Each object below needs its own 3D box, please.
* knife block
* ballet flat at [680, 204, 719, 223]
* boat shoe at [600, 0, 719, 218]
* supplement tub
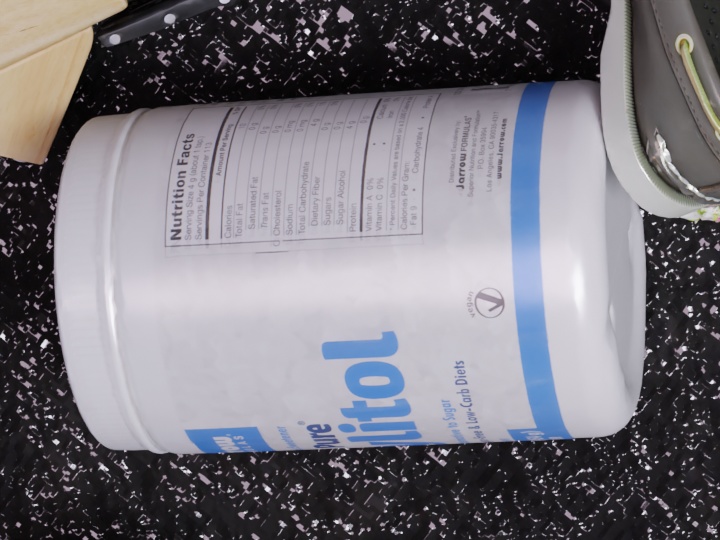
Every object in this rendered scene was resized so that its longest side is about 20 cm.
[{"bbox_3d":[-0.137,-0.134,1.085,0.199,0.064,0.176,13,121,-20],"label":"knife block"},{"bbox_3d":[0.195,-0.066,1.067,0.199,0.064,0.076,-29,51,18],"label":"ballet flat"},{"bbox_3d":[0.119,-0.123,1.039,0.060,0.072,0.203,-16,73,47],"label":"boat shoe"},{"bbox_3d":[0.000,0.000,1.088,0.199,0.132,0.133,-4,101,13],"label":"supplement tub"}]
